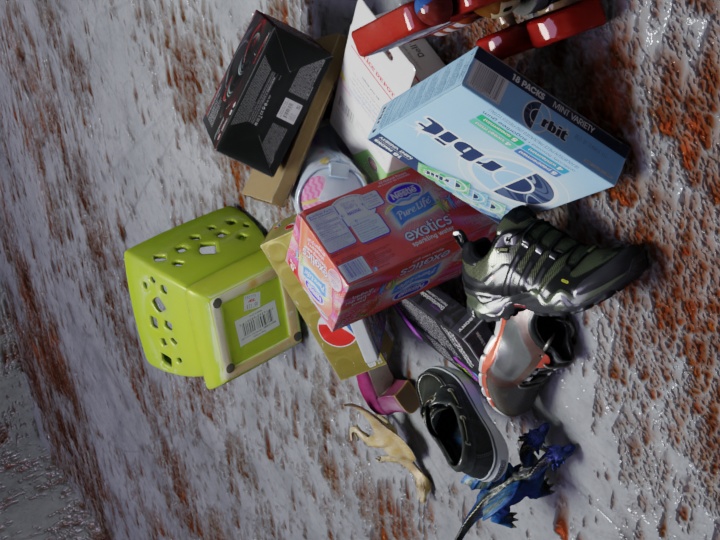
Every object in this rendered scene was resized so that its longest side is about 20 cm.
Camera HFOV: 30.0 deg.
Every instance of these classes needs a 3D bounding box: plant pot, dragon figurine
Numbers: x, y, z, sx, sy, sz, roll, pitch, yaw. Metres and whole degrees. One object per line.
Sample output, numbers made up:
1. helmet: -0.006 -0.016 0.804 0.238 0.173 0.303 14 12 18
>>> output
1. plant pot: -0.201 0.046 1.956 0.181 0.200 0.200 25 132 45
2. dragon figurine: 0.152 0.242 1.477 0.059 0.200 0.099 59 -170 31

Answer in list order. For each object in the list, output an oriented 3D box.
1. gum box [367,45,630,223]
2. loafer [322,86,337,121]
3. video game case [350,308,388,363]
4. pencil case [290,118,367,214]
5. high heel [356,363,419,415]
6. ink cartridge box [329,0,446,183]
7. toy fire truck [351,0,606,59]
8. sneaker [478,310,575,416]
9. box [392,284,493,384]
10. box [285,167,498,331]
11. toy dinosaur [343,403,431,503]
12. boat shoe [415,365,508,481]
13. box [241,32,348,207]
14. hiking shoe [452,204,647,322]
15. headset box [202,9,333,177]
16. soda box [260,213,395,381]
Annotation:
1. gum box: 0.121 -0.117 1.239 0.170 0.045 0.200 31 162 -17
2. loafer: -0.081 -0.175 1.674 0.072 0.063 0.200 63 154 8
3. video game case: 0.000 0.000 1.559 0.200 0.018 0.144 -74 -34 -65
4. pencil case: -0.040 -0.110 1.539 0.091 0.083 0.200 -62 16 16
5. high heel: -0.001 0.103 1.727 0.096 0.067 0.200 -2 130 53
6. ink cartridge box: 0.035 -0.192 1.427 0.117 0.067 0.200 56 154 24
7. toy fire truck: 0.101 -0.231 1.148 0.200 0.168 0.113 -5 107 64
8. sneaker: 0.177 0.087 1.379 0.082 0.077 0.201 38 143 36
9. box: 0.093 0.061 1.501 0.200 0.036 0.143 39 170 46
10. box: 0.034 -0.032 1.407 0.103 0.199 0.095 55 152 21
11. toy dinosaur: 0.033 0.219 1.779 0.200 0.058 0.101 52 162 -24
12. boat shoe: 0.100 0.161 1.484 0.069 0.056 0.200 -68 27 17
13. box: -0.075 -0.171 1.537 0.201 0.021 0.163 -68 17 -1
14. hiking shoe: 0.169 -0.012 1.256 0.199 0.076 0.101 -12 102 40
15. headset box: -0.110 -0.204 1.513 0.149 0.075 0.200 -62 17 11
16. soda box: -0.037 0.027 1.598 0.068 0.064 0.200 -23 109 22
